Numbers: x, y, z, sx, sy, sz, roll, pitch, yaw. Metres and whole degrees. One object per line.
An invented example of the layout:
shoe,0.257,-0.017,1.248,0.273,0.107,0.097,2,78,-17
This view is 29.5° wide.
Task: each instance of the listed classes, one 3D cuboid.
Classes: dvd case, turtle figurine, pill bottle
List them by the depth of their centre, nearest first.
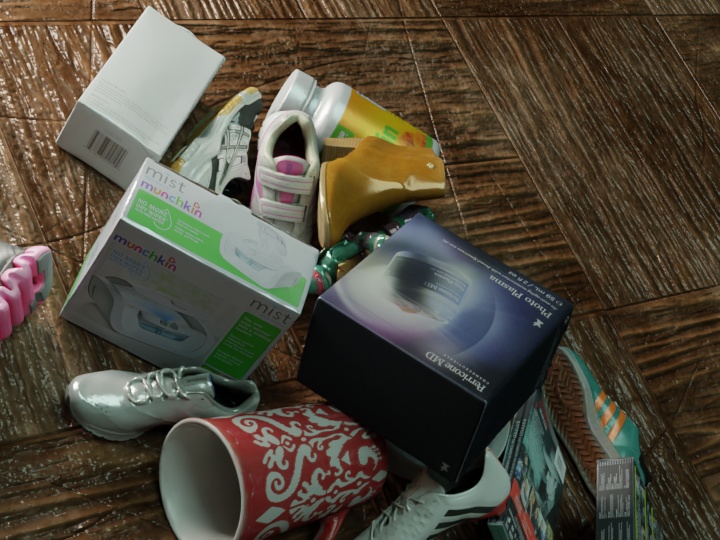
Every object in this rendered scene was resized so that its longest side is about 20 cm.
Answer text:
dvd case,0.186,0.246,1.500,0.201,0.022,0.147,-67,144,-43
turtle figurine,0.000,0.000,1.531,0.199,0.150,0.101,-28,63,-40
pill bottle,-0.013,-0.158,1.661,0.199,0.111,0.112,30,45,-13

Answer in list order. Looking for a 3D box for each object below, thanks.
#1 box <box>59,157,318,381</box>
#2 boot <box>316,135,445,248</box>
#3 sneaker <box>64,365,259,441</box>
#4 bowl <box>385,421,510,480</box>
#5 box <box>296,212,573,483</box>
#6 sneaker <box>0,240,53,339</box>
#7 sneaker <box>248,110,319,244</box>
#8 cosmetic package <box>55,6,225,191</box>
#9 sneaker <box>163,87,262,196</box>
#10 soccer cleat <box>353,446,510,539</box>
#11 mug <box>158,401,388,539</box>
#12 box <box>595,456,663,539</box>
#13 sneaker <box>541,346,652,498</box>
box,-0.171,0.011,1.375,0.199,0.177,0.097,29,45,-14
boot,0.024,-0.090,1.524,0.142,0.071,0.202,5,36,-1
sneaker,-0.191,0.121,1.342,0.198,0.087,0.075,6,56,-31
bowl,0.057,0.152,1.490,0.200,0.090,0.202,19,49,-23
box,0.077,0.072,1.378,0.199,0.124,0.198,31,42,17
sneaker,-0.378,0.037,1.298,0.095,0.079,0.200,23,42,11
sneaker,-0.088,-0.092,1.540,0.081,0.088,0.202,2,80,-8
cosmetic package,-0.246,-0.195,1.549,0.112,0.081,0.201,35,43,-8
sneaker,-0.159,-0.131,1.580,0.088,0.075,0.200,47,47,-15
soccer cleat,0.058,0.243,1.375,0.199,0.086,0.069,-26,34,-6
mug,-0.083,0.214,1.346,0.199,0.179,0.133,-8,25,-44
box,0.296,0.331,1.491,0.161,0.044,0.201,60,28,-42
sneaker,0.284,0.183,1.648,0.079,0.071,0.201,-5,66,-43
